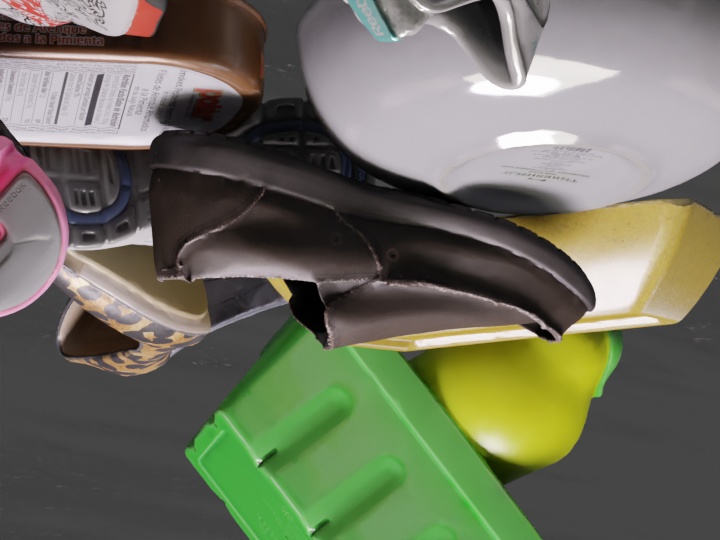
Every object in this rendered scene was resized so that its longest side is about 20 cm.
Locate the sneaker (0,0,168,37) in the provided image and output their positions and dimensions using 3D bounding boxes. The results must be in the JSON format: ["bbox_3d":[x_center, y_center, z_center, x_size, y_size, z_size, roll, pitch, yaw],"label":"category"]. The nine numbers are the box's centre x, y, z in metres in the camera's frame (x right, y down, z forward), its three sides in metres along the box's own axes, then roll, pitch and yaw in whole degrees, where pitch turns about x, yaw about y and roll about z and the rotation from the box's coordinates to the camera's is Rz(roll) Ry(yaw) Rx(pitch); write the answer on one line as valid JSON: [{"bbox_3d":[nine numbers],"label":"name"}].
[{"bbox_3d":[-0.121,-0.113,0.976,0.107,0.068,0.201,4,-179,-11],"label":"sneaker"}]

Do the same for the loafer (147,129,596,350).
[{"bbox_3d":[0.000,0.000,1.224,0.199,0.072,0.073,17,177,-15],"label":"loafer"}]

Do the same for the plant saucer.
[{"bbox_3d":[0.069,0.006,1.376,0.199,0.049,0.200,-6,177,13],"label":"plant saucer"}]

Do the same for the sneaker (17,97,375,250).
[{"bbox_3d":[-0.097,-0.035,1.285,0.199,0.075,0.087,5,166,-16],"label":"sneaker"}]

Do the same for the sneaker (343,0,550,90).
[{"bbox_3d":[0.001,-0.121,0.982,0.075,0.089,0.200,-15,153,41],"label":"sneaker"}]

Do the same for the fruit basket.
[{"bbox_3d":[0.040,0.087,1.551,0.215,0.217,0.156,4,162,-14],"label":"fruit basket"}]

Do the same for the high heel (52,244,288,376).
[{"bbox_3d":[-0.133,0.017,1.432,0.142,0.072,0.200,-18,165,28],"label":"high heel"}]

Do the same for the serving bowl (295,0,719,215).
[{"bbox_3d":[0.073,-0.067,1.198,0.199,0.066,0.200,-1,162,0],"label":"serving bowl"}]

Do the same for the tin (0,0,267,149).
[{"bbox_3d":[-0.136,-0.083,1.186,0.199,0.042,0.112,2,166,-10],"label":"tin"}]

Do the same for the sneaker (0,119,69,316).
[{"bbox_3d":[-0.187,-0.067,1.087,0.079,0.200,0.095,-43,-169,12],"label":"sneaker"}]
